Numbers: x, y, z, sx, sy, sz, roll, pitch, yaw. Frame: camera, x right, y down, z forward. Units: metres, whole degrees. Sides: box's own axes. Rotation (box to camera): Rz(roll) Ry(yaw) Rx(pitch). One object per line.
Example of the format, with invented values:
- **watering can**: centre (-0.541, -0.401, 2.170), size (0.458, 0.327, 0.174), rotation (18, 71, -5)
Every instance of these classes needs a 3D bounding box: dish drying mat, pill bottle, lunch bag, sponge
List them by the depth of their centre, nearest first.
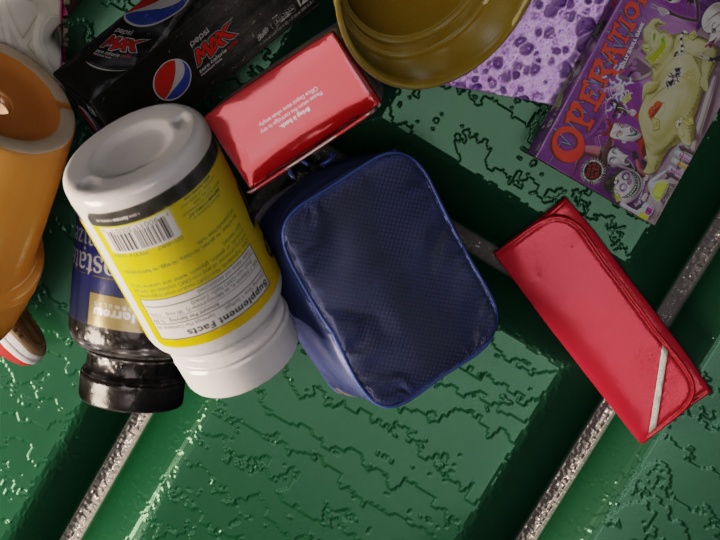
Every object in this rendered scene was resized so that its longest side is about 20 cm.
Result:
- **pill bottle**: centre (-0.125, -0.011, 1.279), size (0.113, 0.115, 0.201), rotation (-21, 124, 6)
- **lunch bag**: centre (0.000, 0.000, 1.371), size (0.135, 0.132, 0.201), rotation (-30, 98, -16)
- **sponge**: centre (0.120, -0.193, 1.385), size (0.198, 0.030, 0.113), rotation (10, 101, 0)
- **pill bottle**: centre (-0.174, 0.006, 1.392), size (0.111, 0.112, 0.202), rotation (6, 99, 2)
- **dish drying mat**: centre (0.198, 0.042, 1.427), size (0.077, 0.018, 0.200), rotation (-37, 96, 9)

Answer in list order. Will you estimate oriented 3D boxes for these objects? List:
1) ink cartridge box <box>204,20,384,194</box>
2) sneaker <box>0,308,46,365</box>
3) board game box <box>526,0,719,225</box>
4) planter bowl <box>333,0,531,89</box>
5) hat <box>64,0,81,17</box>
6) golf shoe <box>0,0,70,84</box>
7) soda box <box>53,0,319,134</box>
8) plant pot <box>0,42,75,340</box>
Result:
- **ink cartridge box**: centre (-0.047, -0.126, 1.318), size (0.116, 0.200, 0.067), rotation (-33, 98, 8)
- **sneaker**: centre (-0.357, 0.035, 1.427), size (0.200, 0.071, 0.113), rotation (41, 95, 4)
- **board game box**: centre (0.228, -0.151, 1.365), size (0.119, 0.032, 0.201), rotation (27, 95, -14)
- **planter bowl**: centre (0.040, -0.243, 1.299), size (0.199, 0.083, 0.202), rotation (-21, 127, -30)
- **hat**: centre (-0.299, -0.279, 1.366), size (0.199, 0.081, 0.203), rotation (1, 100, 4)
- **golf shoe**: centre (-0.269, -0.184, 1.354), size (0.091, 0.076, 0.201), rotation (-1, 131, -10)
- **soda box**: centre (-0.132, -0.179, 1.339), size (0.200, 0.063, 0.071), rotation (-42, 135, -13)
- **plant pot**: centre (-0.310, -0.069, 1.315), size (0.200, 0.200, 0.184), rotation (36, 122, -3)
